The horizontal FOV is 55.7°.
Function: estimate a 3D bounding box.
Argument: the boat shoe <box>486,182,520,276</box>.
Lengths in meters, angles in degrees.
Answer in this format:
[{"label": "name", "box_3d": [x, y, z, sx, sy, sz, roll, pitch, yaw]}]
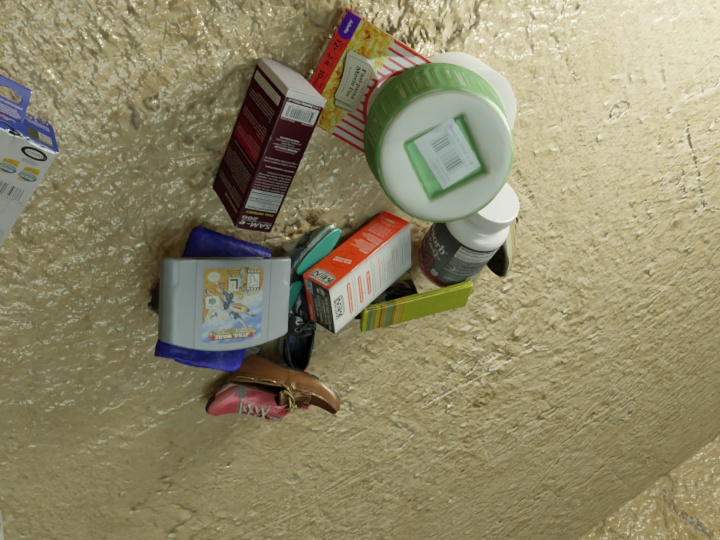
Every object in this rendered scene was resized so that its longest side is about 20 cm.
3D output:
[{"label": "boat shoe", "box_3d": [0.270, -0.075, 1.273, 0.076, 0.071, 0.201, -38, 140, -22]}]

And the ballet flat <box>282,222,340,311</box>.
[{"label": "ballet flat", "box_3d": [-0.110, -0.006, 1.081, 0.074, 0.074, 0.201, 25, 105, -43]}]

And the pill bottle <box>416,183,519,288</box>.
[{"label": "pill bottle", "box_3d": [0.178, -0.063, 1.140, 0.115, 0.117, 0.200, -11, 153, -25]}]

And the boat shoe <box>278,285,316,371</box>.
[{"label": "boat shoe", "box_3d": [-0.104, 0.094, 1.169, 0.069, 0.066, 0.201, -7, 128, -29]}]

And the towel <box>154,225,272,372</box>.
[{"label": "towel", "box_3d": [-0.210, 0.047, 1.012, 0.147, 0.049, 0.202, 17, 87, -45]}]

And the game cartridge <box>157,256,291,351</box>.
[{"label": "game cartridge", "box_3d": [-0.190, 0.047, 0.981, 0.199, 0.041, 0.135, -2, 94, -37]}]

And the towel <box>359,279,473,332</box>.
[{"label": "towel", "box_3d": [0.094, 0.061, 1.174, 0.198, 0.018, 0.086, -13, 153, -11]}]

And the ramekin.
[{"label": "ramekin", "box_3d": [0.105, -0.161, 0.894, 0.198, 0.098, 0.202, -1, 115, -2]}]

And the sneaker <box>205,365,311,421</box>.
[{"label": "sneaker", "box_3d": [-0.173, 0.232, 1.214, 0.199, 0.087, 0.074, -13, 146, -24]}]

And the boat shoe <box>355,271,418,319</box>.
[{"label": "boat shoe", "box_3d": [0.021, 0.053, 1.198, 0.199, 0.065, 0.073, -18, 147, -28]}]

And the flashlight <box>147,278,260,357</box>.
[{"label": "flashlight", "box_3d": [-0.238, 0.071, 1.071, 0.200, 0.067, 0.068, 37, 77, -40]}]

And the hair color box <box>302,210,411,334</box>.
[{"label": "hair color box", "box_3d": [0.000, 0.000, 1.112, 0.200, 0.061, 0.102, -40, 142, -33]}]

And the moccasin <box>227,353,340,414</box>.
[{"label": "moccasin", "box_3d": [-0.130, 0.205, 1.172, 0.200, 0.078, 0.074, 26, 149, -12]}]

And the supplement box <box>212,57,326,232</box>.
[{"label": "supplement box", "box_3d": [-0.127, -0.165, 0.910, 0.060, 0.109, 0.201, 7, 122, -37]}]

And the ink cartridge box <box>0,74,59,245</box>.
[{"label": "ink cartridge box", "box_3d": [-0.439, -0.123, 0.767, 0.136, 0.076, 0.200, 25, 111, -44]}]

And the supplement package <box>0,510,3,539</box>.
[{"label": "supplement package", "box_3d": [-0.662, 0.395, 1.029, 0.155, 0.111, 0.201, -23, 134, -15]}]

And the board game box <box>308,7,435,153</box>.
[{"label": "board game box", "box_3d": [0.031, -0.238, 0.936, 0.199, 0.046, 0.152, 26, 111, -14]}]

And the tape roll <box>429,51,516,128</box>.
[{"label": "tape roll", "box_3d": [0.140, -0.229, 1.055, 0.201, 0.071, 0.204, -17, 132, -20]}]
